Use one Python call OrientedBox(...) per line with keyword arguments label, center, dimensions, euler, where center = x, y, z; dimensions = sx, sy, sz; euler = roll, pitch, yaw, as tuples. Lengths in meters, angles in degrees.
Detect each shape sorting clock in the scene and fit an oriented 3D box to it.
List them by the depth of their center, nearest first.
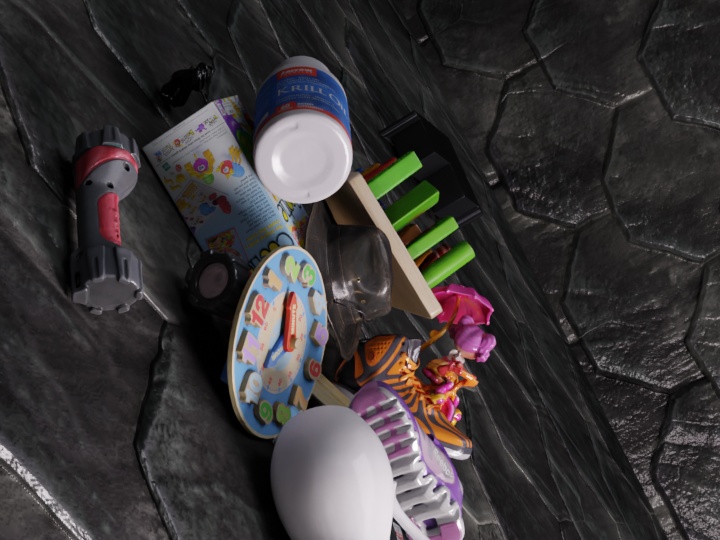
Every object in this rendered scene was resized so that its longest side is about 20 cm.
OrientedBox(label="shape sorting clock", center=(-0.081, 0.075, 1.322), dimensions=(0.199, 0.039, 0.203), euler=(-19, 112, -59))

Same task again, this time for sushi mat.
OrientedBox(label="sushi mat", center=(-0.011, 0.167, 1.465), dimensions=(0.200, 0.012, 0.096), euler=(41, 10, 12))

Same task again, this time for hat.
OrientedBox(label="hat", center=(0.000, 0.000, 1.484), dimensions=(0.200, 0.080, 0.203), euler=(-10, 90, -77))

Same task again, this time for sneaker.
OrientedBox(label="sneaker", center=(0.053, 0.199, 1.363), dimensions=(0.202, 0.080, 0.089), euler=(61, 29, -16))
OrientedBox(label="sneaker", center=(0.062, 0.142, 1.532), dimensions=(0.198, 0.113, 0.078), euler=(28, -1, 21))

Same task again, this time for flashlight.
OrientedBox(label="flashlight", center=(-0.232, -0.048, 1.179), dimensions=(0.068, 0.067, 0.201), euler=(39, 24, -42))
OrientedBox(label="flashlight", center=(-0.112, 0.038, 1.385), dimensions=(0.200, 0.067, 0.069), euler=(34, 65, -60))

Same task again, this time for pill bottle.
OrientedBox(label="pill bottle", center=(-0.068, -0.171, 1.455), dimensions=(0.113, 0.112, 0.201), euler=(52, 16, -28))

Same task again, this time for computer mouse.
OrientedBox(label="computer mouse", center=(-0.175, -0.155, 1.555), dimensions=(0.044, 0.109, 0.201), euler=(-40, 111, -31))

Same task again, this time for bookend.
OrientedBox(label="bookend", center=(0.149, -0.201, 2.645), dimensions=(0.198, 0.091, 0.202), euler=(24, 40, -63))

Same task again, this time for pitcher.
OrientedBox(label="pitcher", center=(0.000, 0.242, 1.254), dimensions=(0.170, 0.121, 0.202), euler=(9, 50, -32))

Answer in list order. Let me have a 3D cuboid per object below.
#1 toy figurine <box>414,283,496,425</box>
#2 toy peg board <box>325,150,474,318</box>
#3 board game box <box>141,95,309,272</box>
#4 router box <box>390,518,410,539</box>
OrientedBox(label="toy figurine", center=(0.105, 0.108, 1.643), dimensions=(0.200, 0.184, 0.150), euler=(43, 2, 40))
OrientedBox(label="toy peg board", center=(0.047, -0.057, 1.617), dimensions=(0.201, 0.097, 0.199), euler=(58, -12, -12))
OrientedBox(label="board game box", center=(-0.144, -0.086, 1.462), dimensions=(0.201, 0.104, 0.103), euler=(60, 15, -4))
OrientedBox(label="router box", center=(0.028, 0.294, 1.402), dimensions=(0.200, 0.062, 0.151), euler=(43, 21, -47))
